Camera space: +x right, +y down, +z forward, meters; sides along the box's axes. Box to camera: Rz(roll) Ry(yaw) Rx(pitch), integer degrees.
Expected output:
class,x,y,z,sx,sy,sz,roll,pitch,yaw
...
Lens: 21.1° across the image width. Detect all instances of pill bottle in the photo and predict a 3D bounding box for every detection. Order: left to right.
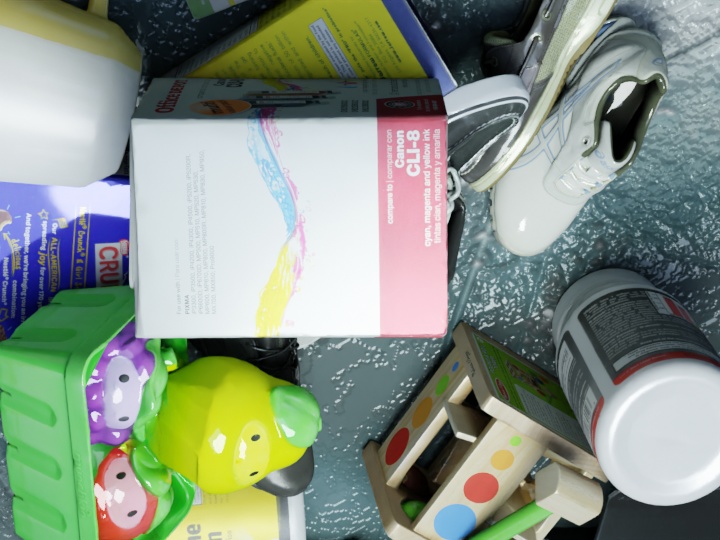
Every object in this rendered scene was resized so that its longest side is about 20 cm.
class,x,y,z,sx,sy,sz,roll,pitch,yaw
pill bottle,-0.145,0.192,1.503,0.198,0.112,0.113,-4,116,-7
pill bottle,0.211,0.080,1.454,0.115,0.200,0.117,-3,114,-7

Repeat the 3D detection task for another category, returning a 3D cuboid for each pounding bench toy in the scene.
class,x,y,z,sx,sy,sz,roll,pitch,yaw
pounding bench toy,0.097,0.171,1.481,0.124,0.200,0.156,31,107,-21

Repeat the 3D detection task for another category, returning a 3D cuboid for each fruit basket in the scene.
class,x,y,z,sx,sy,sz,roll,pitch,yaw
fruit basket,-0.138,0.116,1.356,0.214,0.156,0.217,13,122,22

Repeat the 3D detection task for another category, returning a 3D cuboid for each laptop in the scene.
class,x,y,z,sx,sy,sz,roll,pitch,yaw
laptop,0.252,0.191,1.532,0.176,0.200,0.104,0,100,-9

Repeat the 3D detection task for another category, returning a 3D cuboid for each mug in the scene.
class,x,y,z,sx,sy,sz,roll,pitch,yaw
mug,-0.225,-0.141,1.307,0.152,0.150,0.188,13,112,-11

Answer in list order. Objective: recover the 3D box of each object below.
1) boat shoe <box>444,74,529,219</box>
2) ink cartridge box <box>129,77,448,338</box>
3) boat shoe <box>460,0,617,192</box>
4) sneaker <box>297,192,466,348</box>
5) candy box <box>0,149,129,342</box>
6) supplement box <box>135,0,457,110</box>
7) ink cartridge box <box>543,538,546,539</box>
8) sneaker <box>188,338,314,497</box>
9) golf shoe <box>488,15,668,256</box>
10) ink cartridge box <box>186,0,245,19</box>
class,x,y,z,sx,sy,sz,roll,pitch,yaw
boat shoe,0.039,-0.063,1.352,0.198,0.068,0.074,-29,159,-1
ink cartridge box,-0.045,-0.043,1.247,0.198,0.145,0.146,-1,105,0
boat shoe,0.118,-0.155,1.406,0.066,0.072,0.202,28,103,-14
sneaker,0.000,0.000,1.431,0.076,0.116,0.201,38,105,-25
candy box,-0.262,-0.007,1.410,0.198,0.077,0.170,4,114,-10
supplement box,-0.045,-0.128,1.357,0.199,0.109,0.110,-31,103,7
ink cartridge box,0.124,0.291,1.512,0.198,0.200,0.041,-8,117,-28
sneaker,-0.078,0.073,1.430,0.076,0.090,0.201,-25,97,-36
golf shoe,0.160,-0.087,1.427,0.078,0.097,0.201,20,112,-19
ink cartridge box,-0.051,-0.278,1.331,0.198,0.048,0.146,-21,116,4
